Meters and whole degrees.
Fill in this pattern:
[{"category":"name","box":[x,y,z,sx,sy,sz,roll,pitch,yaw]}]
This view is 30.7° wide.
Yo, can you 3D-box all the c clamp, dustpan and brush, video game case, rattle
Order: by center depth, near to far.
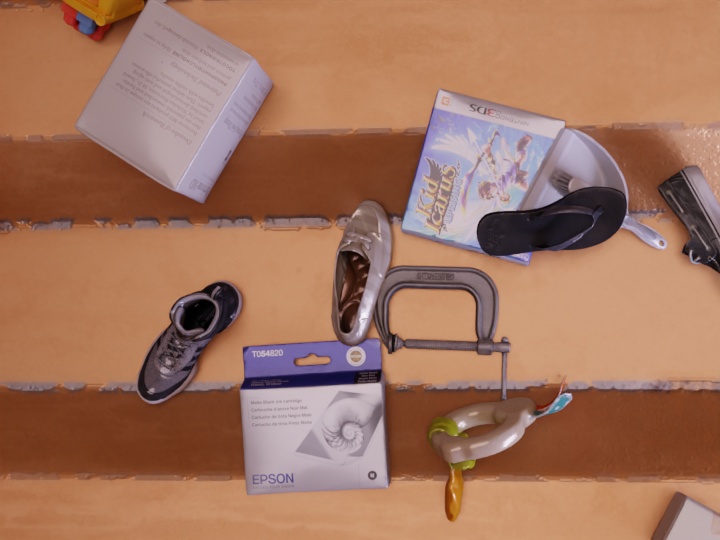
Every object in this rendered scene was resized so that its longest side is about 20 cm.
[{"category":"rattle","box":[0.197,0.236,1.722,0.199,0.130,0.144,-17,90,-14]},{"category":"dustpan and brush","box":[0.323,-0.083,1.740,0.199,0.057,0.140,31,84,-23]},{"category":"video game case","box":[0.165,-0.126,1.769,0.180,0.045,0.202,15,88,7]},{"category":"c clamp","box":[0.109,0.077,1.770,0.198,0.027,0.172,7,87,6]}]

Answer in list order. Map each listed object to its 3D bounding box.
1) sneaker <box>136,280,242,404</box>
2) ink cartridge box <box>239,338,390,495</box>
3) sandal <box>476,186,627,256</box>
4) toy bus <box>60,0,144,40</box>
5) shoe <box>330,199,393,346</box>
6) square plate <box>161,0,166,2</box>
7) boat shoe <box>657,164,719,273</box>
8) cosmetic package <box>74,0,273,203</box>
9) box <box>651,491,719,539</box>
[{"category":"sneaker","box":[-0.242,0.094,1.761,0.075,0.114,0.200,39,91,7]},{"category":"ink cartridge box","box":[-0.062,0.197,1.766,0.198,0.041,0.202,-4,89,6]},{"category":"sandal","box":[0.250,-0.055,1.691,0.199,0.043,0.077,-15,102,3]},{"category":"toy bus","box":[-0.382,-0.420,1.798,0.199,0.136,0.193,34,125,9]},{"category":"shoe","box":[0.000,0.000,1.762,0.069,0.053,0.202,6,80,18]},{"category":"square plate","box":[-0.309,-0.513,1.852,0.199,0.028,0.199,32,89,7]},{"category":"boat shoe","box":[0.457,-0.039,1.729,0.071,0.072,0.201,-27,74,12]},{"category":"cosmetic package","box":[-0.245,-0.223,1.756,0.166,0.167,0.201,31,90,6]},{"category":"box","box":[0.482,0.368,1.680,0.199,0.095,0.078,29,89,6]}]
